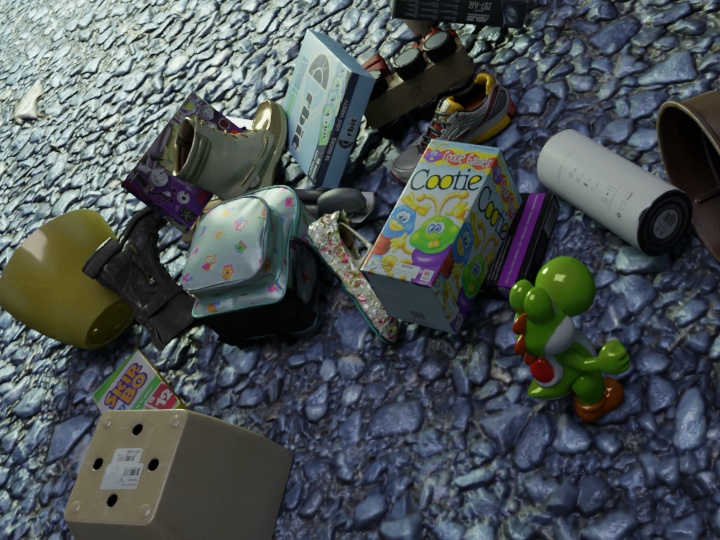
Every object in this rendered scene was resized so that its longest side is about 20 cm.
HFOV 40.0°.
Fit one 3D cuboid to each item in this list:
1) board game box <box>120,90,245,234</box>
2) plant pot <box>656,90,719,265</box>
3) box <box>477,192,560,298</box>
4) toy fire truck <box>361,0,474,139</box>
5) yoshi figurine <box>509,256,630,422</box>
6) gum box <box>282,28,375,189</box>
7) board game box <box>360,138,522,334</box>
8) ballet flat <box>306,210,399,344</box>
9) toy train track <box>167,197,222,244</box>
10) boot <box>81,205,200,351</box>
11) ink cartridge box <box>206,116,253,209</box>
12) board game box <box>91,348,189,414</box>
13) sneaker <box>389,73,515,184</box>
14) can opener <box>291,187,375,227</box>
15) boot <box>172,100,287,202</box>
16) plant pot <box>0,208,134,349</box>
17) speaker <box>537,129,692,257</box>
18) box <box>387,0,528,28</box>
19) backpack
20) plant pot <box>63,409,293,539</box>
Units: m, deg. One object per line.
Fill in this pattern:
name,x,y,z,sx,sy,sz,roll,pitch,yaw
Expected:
board game box,-0.258,-0.165,1.488,0.032,0.119,0.202,-31,25,52
plant pot,0.449,-0.125,1.042,0.195,0.202,0.202,-24,46,2
box,0.141,-0.036,1.264,0.197,0.036,0.145,5,58,34
toy fire truck,0.064,-0.325,1.493,0.174,0.129,0.201,-28,34,11
yoshi figurine,0.219,0.061,1.020,0.111,0.201,0.113,-8,51,27
gum box,-0.057,-0.242,1.464,0.200,0.044,0.172,54,128,54
board game box,0.101,-0.044,1.194,0.103,0.103,0.202,12,62,34
ballet flat,0.000,0.000,1.266,0.064,0.075,0.201,-42,65,12
toy train track,-0.254,-0.135,1.537,0.113,0.033,0.203,-13,54,25
boot,-0.289,0.012,1.425,0.069,0.174,0.201,-45,6,40
ink cartridge box,-0.239,-0.181,1.615,0.197,0.041,0.202,13,64,38
board game box,-0.309,0.180,1.366,0.096,0.030,0.199,-46,33,-8
sneaker,0.118,-0.198,1.373,0.199,0.082,0.078,-40,45,-1
can opener,-0.067,-0.102,1.424,0.197,0.067,0.054,6,59,35
boot,-0.194,-0.194,1.469,0.072,0.153,0.203,-20,51,47
plant pot,-0.414,0.033,1.473,0.142,0.200,0.200,41,81,18
speaker,0.293,-0.096,1.167,0.081,0.081,0.200,-41,38,-3
box,0.138,-0.420,1.472,0.196,0.044,0.161,3,37,-8
backpack,-0.142,-0.019,1.351,0.173,0.154,0.202,-14,45,30
plant pot,-0.224,0.263,1.158,0.197,0.178,0.203,-5,52,29
